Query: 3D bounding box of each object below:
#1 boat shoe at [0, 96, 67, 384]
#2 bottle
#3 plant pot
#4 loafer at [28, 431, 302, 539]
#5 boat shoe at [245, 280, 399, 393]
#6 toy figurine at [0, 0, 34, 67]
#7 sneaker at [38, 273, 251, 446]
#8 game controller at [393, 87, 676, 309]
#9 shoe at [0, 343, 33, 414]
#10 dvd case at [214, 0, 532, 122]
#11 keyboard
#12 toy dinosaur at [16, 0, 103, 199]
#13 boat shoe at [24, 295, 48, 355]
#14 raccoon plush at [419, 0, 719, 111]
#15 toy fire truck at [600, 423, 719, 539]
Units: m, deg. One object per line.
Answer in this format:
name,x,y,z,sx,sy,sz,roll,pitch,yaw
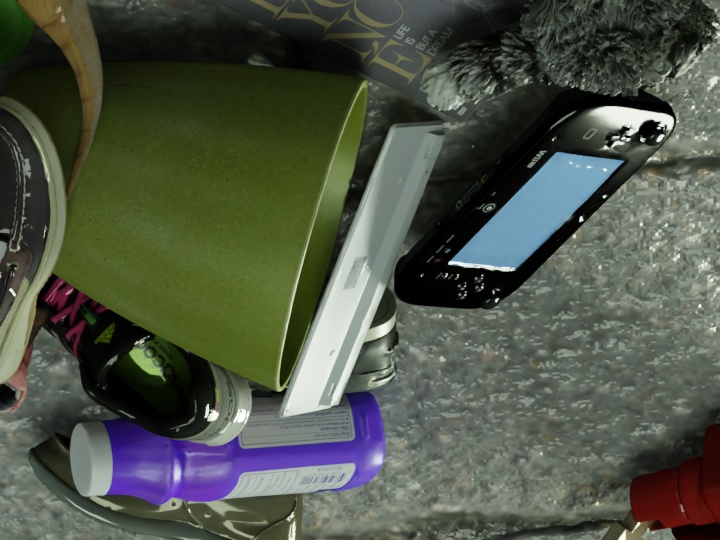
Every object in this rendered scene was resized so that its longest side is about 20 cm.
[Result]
boat shoe,-0.217,-0.006,1.592,0.072,0.065,0.201,38,133,22
bottle,-0.087,0.115,1.826,0.199,0.066,0.083,-3,166,-22
plant pot,-0.115,-0.048,1.647,0.199,0.188,0.188,16,133,4
loafer,-0.126,0.141,1.896,0.199,0.075,0.070,20,99,-19
boat shoe,-0.074,0.055,1.803,0.198,0.072,0.068,-5,134,-2
toy figurine,-0.279,-0.102,1.562,0.199,0.185,0.150,19,131,-21
sneaker,-0.152,0.033,1.719,0.200,0.087,0.074,43,97,5
game controller,0.104,-0.042,1.722,0.104,0.042,0.200,-6,147,-49
shoe,-0.302,0.042,1.764,0.198,0.091,0.072,5,134,-7
dvd case,0.020,-0.174,1.624,0.199,0.016,0.149,25,128,-24
keyboard,0.000,0.000,1.726,0.056,0.011,0.201,-3,120,-51
toy dinosaur,-0.168,-0.155,1.583,0.106,0.060,0.201,-32,92,9
boat shoe,-0.276,-0.017,1.701,0.200,0.070,0.070,38,110,-4
raccoon plush,0.112,-0.166,1.571,0.199,0.097,0.135,-20,119,6
toy fire truck,0.240,0.198,1.935,0.199,0.129,0.176,-13,135,26
